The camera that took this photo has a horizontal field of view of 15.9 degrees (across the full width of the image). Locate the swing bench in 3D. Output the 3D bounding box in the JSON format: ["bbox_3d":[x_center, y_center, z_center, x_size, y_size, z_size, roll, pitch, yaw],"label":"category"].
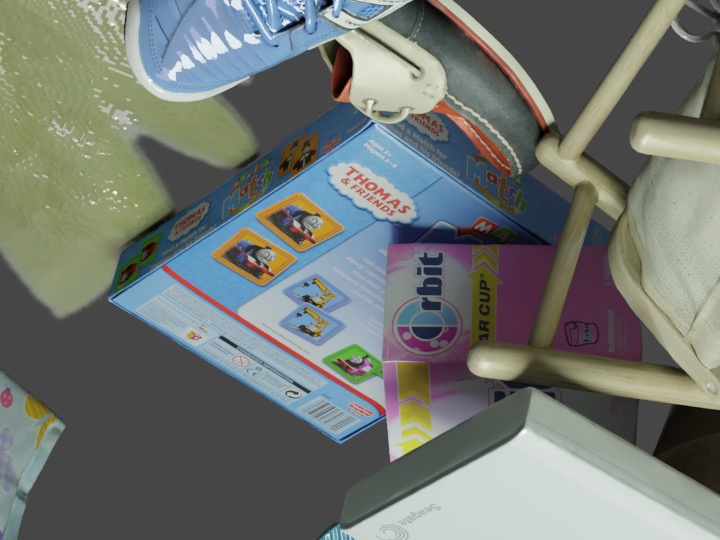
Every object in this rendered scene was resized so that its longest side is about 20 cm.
[{"bbox_3d":[0.174,-0.013,0.974,0.200,0.130,0.199,23,148,-5],"label":"swing bench"}]

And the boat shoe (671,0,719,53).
[{"bbox_3d":[0.166,-0.107,1.020,0.086,0.075,0.202,-2,137,16],"label":"boat shoe"}]

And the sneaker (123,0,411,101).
[{"bbox_3d":[-0.006,-0.130,0.970,0.200,0.077,0.076,-35,110,7],"label":"sneaker"}]

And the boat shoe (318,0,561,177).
[{"bbox_3d":[0.004,-0.099,1.062,0.200,0.063,0.071,42,172,-28],"label":"boat shoe"}]

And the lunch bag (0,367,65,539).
[{"bbox_3d":[-0.287,0.089,1.341,0.200,0.127,0.170,-11,135,36],"label":"lunch bag"}]

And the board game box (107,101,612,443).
[{"bbox_3d":[0.000,0.000,1.224,0.151,0.037,0.200,34,137,-26],"label":"board game box"}]

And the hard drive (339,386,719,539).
[{"bbox_3d":[0.109,0.123,1.073,0.200,0.027,0.132,31,143,-21],"label":"hard drive"}]

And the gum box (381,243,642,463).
[{"bbox_3d":[0.071,0.069,1.214,0.113,0.066,0.200,0,146,4],"label":"gum box"}]

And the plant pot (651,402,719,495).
[{"bbox_3d":[0.208,0.092,1.174,0.200,0.175,0.200,7,142,5],"label":"plant pot"}]

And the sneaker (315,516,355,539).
[{"bbox_3d":[-0.008,0.178,1.419,0.077,0.081,0.200,43,114,-4],"label":"sneaker"}]
